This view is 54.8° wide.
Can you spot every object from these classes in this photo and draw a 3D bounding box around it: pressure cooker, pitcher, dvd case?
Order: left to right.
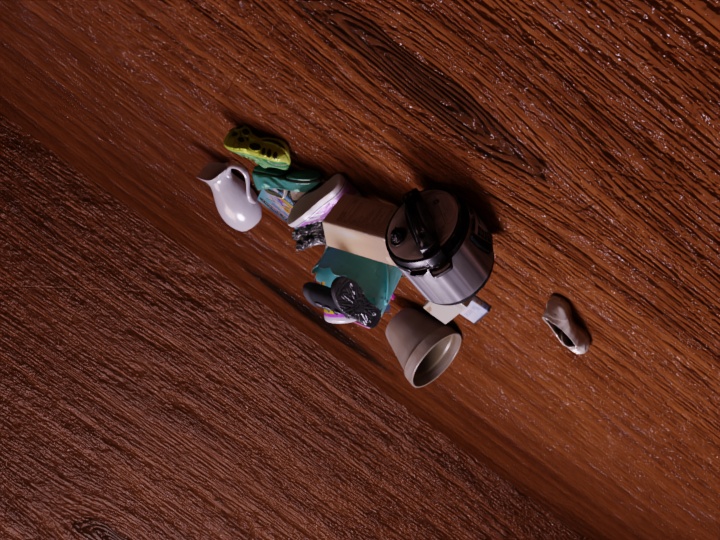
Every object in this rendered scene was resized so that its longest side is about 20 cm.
[{"bbox_3d":[-0.350,-0.216,1.978,0.169,0.122,0.202,-2,133,40],"label":"pitcher"},{"bbox_3d":[0.141,-0.050,1.292,0.173,0.181,0.200,14,157,44],"label":"pressure cooker"},{"bbox_3d":[0.225,0.060,1.745,0.198,0.018,0.143,34,164,5],"label":"dvd case"}]

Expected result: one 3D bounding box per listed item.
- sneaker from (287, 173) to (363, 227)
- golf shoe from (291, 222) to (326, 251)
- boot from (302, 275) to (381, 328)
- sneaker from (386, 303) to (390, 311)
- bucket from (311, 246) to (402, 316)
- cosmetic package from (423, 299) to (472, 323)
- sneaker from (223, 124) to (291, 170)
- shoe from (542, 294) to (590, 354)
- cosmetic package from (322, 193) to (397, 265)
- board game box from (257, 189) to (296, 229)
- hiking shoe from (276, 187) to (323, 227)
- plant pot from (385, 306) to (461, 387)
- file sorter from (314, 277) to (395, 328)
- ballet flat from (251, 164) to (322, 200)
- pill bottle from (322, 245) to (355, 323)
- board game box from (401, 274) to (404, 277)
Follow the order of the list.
[{"bbox_3d":[-0.076,-0.131,1.597,0.198,0.074,0.114,-25,132,38],"label":"sneaker"},{"bbox_3d":[-0.089,-0.107,1.833,0.196,0.094,0.080,-7,100,37],"label":"golf shoe"},{"bbox_3d":[-0.064,0.053,1.569,0.198,0.066,0.165,22,158,50],"label":"boot"},{"bbox_3d":[0.017,0.058,1.926,0.079,0.148,0.201,21,160,36],"label":"sneaker"},{"bbox_3d":[0.000,0.000,1.636,0.204,0.136,0.208,31,164,10],"label":"bucket"},{"bbox_3d":[0.212,0.044,1.568,0.070,0.106,0.200,34,163,3],"label":"cosmetic package"},{"bbox_3d":[-0.243,-0.277,1.624,0.197,0.075,0.084,26,159,28],"label":"sneaker"},{"bbox_3d":[0.426,0.126,1.454,0.069,0.054,0.200,18,157,45],"label":"shoe"},{"bbox_3d":[0.030,-0.085,1.463,0.196,0.106,0.072,18,140,25],"label":"cosmetic package"},{"bbox_3d":[-0.192,-0.184,1.842,0.150,0.047,0.200,37,164,-7],"label":"board game box"},{"bbox_3d":[-0.139,-0.161,1.679,0.197,0.102,0.076,25,169,25],"label":"hiking shoe"},{"bbox_3d":[0.168,0.205,2.022,0.174,0.199,0.201,44,171,29],"label":"plant pot"},{"bbox_3d":[-0.022,0.057,2.047,0.137,0.127,0.200,16,156,49],"label":"file sorter"},{"bbox_3d":[-0.169,-0.204,1.639,0.196,0.067,0.072,11,122,28],"label":"ballet flat"},{"bbox_3d":[-0.053,0.032,1.866,0.101,0.206,0.104,-3,-171,1],"label":"pill bottle"},{"bbox_3d":[0.034,0.047,1.791,0.024,0.197,0.105,61,164,4],"label":"board game box"}]
